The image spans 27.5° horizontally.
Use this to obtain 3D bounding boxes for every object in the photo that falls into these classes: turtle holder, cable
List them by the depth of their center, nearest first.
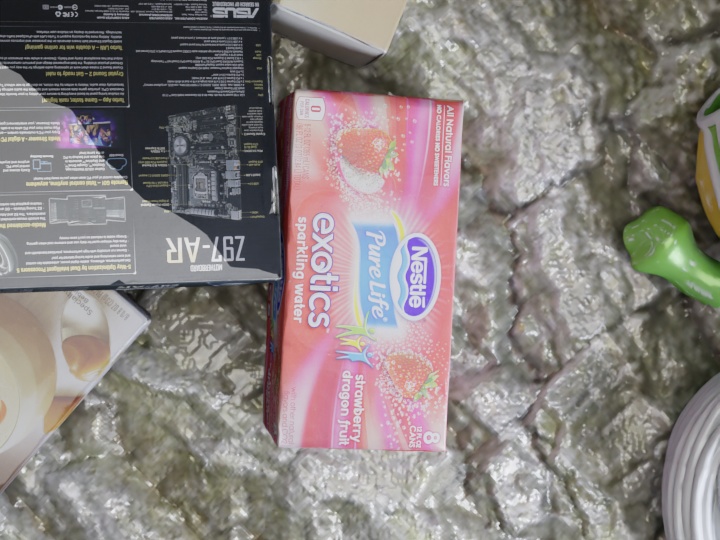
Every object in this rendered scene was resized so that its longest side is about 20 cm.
[{"bbox_3d":[0.260,-0.058,0.887,0.132,0.185,0.141,47,53,-8],"label":"turtle holder"},{"bbox_3d":[0.283,0.146,0.921,0.199,0.069,0.201,28,89,-9],"label":"cable"}]

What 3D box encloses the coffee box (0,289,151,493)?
[{"bbox_3d":[-0.225,0.067,0.836,0.114,0.080,0.200,40,86,-7],"label":"coffee box"}]

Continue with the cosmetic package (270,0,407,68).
[{"bbox_3d":[0.013,-0.225,0.850,0.071,0.105,0.201,22,90,-9],"label":"cosmetic package"}]

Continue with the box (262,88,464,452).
[{"bbox_3d":[0.000,0.000,0.859,0.102,0.095,0.202,3,92,-9],"label":"box"}]

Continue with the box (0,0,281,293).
[{"bbox_3d":[-0.145,-0.070,0.789,0.199,0.044,0.161,-3,87,-15],"label":"box"}]
